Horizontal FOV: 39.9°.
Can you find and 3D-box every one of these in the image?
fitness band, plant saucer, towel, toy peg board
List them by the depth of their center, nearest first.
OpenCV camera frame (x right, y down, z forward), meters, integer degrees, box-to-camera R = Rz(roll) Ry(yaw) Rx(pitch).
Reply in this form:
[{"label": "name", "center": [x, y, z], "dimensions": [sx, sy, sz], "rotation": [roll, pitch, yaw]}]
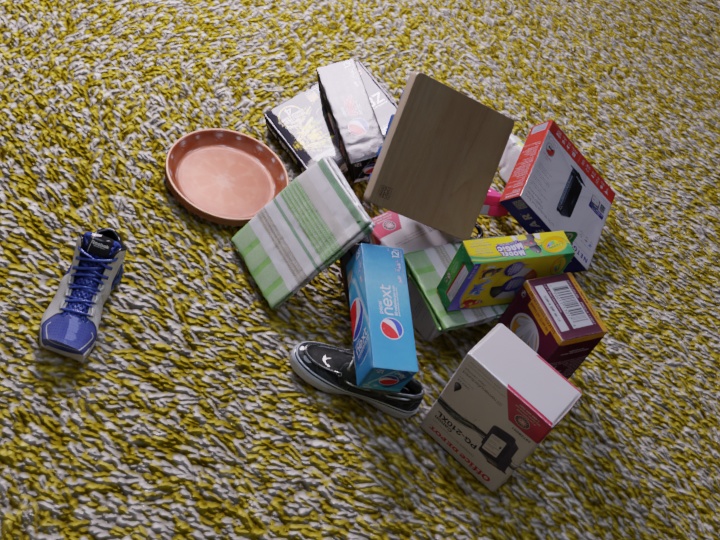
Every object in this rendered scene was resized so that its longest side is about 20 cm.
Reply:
[{"label": "towel", "center": [-0.086, -0.056, 1.464], "dimensions": [0.031, 0.200, 0.149], "rotation": [26, 28, -57]}, {"label": "towel", "center": [0.172, 0.019, 1.504], "dimensions": [0.200, 0.031, 0.149], "rotation": [-11, 56, -28]}, {"label": "toy peg board", "center": [0.101, -0.175, 1.505], "dimensions": [0.199, 0.200, 0.098], "rotation": [19, 3, -33]}, {"label": "plant saucer", "center": [-0.214, -0.147, 1.588], "dimensions": [0.200, 0.032, 0.200], "rotation": [12, 47, -13]}, {"label": "fitness band", "center": [0.169, -0.134, 1.677], "dimensions": [0.200, 0.037, 0.144], "rotation": [3, 20, -45]}]

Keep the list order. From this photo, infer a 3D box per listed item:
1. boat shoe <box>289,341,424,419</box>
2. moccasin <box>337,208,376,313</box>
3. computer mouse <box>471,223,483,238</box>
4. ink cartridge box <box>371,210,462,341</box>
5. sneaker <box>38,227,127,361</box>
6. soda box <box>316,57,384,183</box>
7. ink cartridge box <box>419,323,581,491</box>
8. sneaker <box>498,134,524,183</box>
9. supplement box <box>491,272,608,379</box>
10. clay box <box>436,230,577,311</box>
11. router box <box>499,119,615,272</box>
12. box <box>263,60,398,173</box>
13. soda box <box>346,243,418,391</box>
[{"label": "boat shoe", "center": [0.000, 0.141, 1.404], "dimensions": [0.200, 0.071, 0.072], "rotation": [22, 47, -5]}, {"label": "moccasin", "center": [-0.002, 0.001, 1.504], "dimensions": [0.074, 0.078, 0.202], "rotation": [-19, 82, -3]}, {"label": "computer mouse", "center": [0.233, -0.036, 1.687], "dimensions": [0.200, 0.034, 0.059], "rotation": [22, 69, 3]}, {"label": "ink cartridge box", "center": [0.106, -0.005, 1.566], "dimensions": [0.146, 0.085, 0.200], "rotation": [-25, 64, -37]}, {"label": "sneaker", "center": [-0.369, 0.012, 1.329], "dimensions": [0.081, 0.115, 0.199], "rotation": [18, 47, -6]}, {"label": "soda box", "center": [-0.013, -0.247, 1.626], "dimensions": [0.071, 0.063, 0.200], "rotation": [-17, 65, -5]}, {"label": "ink cartridge box", "center": [0.186, 0.191, 1.353], "dimensions": [0.145, 0.200, 0.084], "rotation": [42, 51, 14]}, {"label": "sneaker", "center": [0.325, -0.171, 1.814], "dimensions": [0.105, 0.076, 0.200], "rotation": [-17, 72, -44]}, {"label": "supplement box", "center": [0.259, 0.109, 1.452], "dimensions": [0.086, 0.200, 0.110], "rotation": [-9, 56, -28]}, {"label": "clay box", "center": [0.222, 0.000, 1.441], "dimensions": [0.200, 0.115, 0.048], "rotation": [-6, 55, -24]}, {"label": "router box", "center": [0.342, -0.124, 1.702], "dimensions": [0.200, 0.049, 0.180], "rotation": [43, 57, -26]}, {"label": "box", "center": [-0.039, -0.249, 1.689], "dimensions": [0.200, 0.049, 0.161], "rotation": [-31, 68, -13]}, {"label": "soda box", "center": [0.028, 0.064, 1.382], "dimensions": [0.068, 0.064, 0.200], "rotation": [8, 55, -20]}]
